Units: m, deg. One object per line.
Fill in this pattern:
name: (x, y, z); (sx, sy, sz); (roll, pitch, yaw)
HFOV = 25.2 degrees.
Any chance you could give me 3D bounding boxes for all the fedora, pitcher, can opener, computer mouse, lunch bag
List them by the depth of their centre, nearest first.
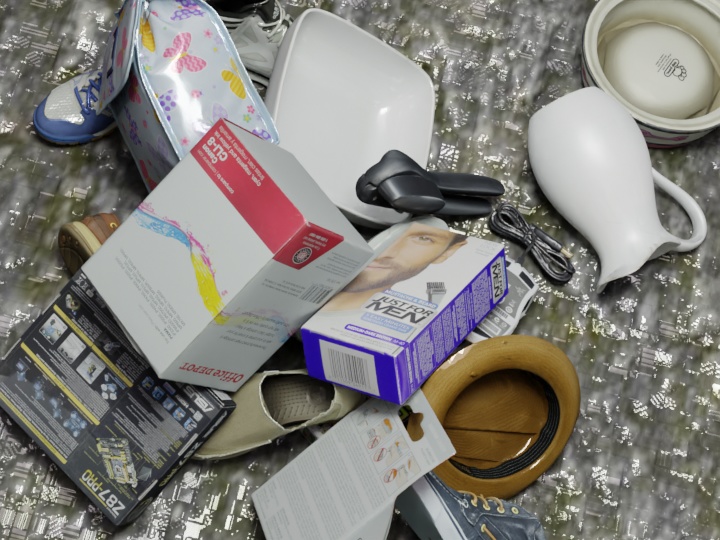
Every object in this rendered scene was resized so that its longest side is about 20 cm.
fedora: (0.120, 0.136, 1.591); (0.200, 0.201, 0.082); (-24, 32, -17)
lunch bag: (-0.188, -0.177, 1.591); (0.127, 0.170, 0.200); (-26, 94, -21)
computer mouse: (0.143, 0.017, 1.671); (0.110, 0.044, 0.200); (39, 48, 4)
can opener: (0.074, -0.079, 1.674); (0.200, 0.063, 0.079); (4, 51, -49)
pitcher: (0.277, -0.095, 1.729); (0.171, 0.121, 0.200); (-19, 79, -37)

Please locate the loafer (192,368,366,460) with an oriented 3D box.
loafer: (-0.096, 0.131, 1.563); (0.200, 0.068, 0.076); (-19, 76, 8)

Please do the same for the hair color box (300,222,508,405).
hair color box: (0.046, 0.037, 1.547); (0.109, 0.065, 0.200); (15, 39, 31)

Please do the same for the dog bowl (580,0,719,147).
dog bowl: (0.337, -0.226, 1.809); (0.200, 0.074, 0.200); (3, 65, -7)

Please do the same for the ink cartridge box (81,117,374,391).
ink cartridge box: (-0.123, -0.009, 1.489); (0.200, 0.145, 0.145); (-45, 65, 11)

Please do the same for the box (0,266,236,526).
box: (-0.242, 0.119, 1.548); (0.200, 0.049, 0.161); (43, 96, 12)

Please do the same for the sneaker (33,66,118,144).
sneaker: (-0.255, -0.202, 1.708); (0.200, 0.088, 0.075); (-26, 73, -17)

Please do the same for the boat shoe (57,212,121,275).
boat shoe: (-0.222, 0.024, 1.619); (0.068, 0.072, 0.200); (-30, 79, -34)

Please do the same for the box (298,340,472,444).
box: (0.026, 0.111, 1.634); (0.200, 0.035, 0.110); (-35, 75, -21)

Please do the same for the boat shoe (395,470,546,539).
boat shoe: (0.105, 0.235, 1.541); (0.091, 0.071, 0.200); (-41, 108, -21)

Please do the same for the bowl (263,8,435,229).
bowl: (-0.024, -0.149, 1.691); (0.200, 0.075, 0.200); (26, 63, -32)

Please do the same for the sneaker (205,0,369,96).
sneaker: (-0.081, -0.245, 1.736); (0.200, 0.115, 0.076); (15, 65, -1)

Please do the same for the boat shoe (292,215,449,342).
boat shoe: (0.000, 0.000, 1.658); (0.200, 0.071, 0.064); (-32, 31, -16)

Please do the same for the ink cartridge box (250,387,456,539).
ink cartridge box: (-0.001, 0.201, 1.493); (0.200, 0.160, 0.047); (-39, 118, 5)
